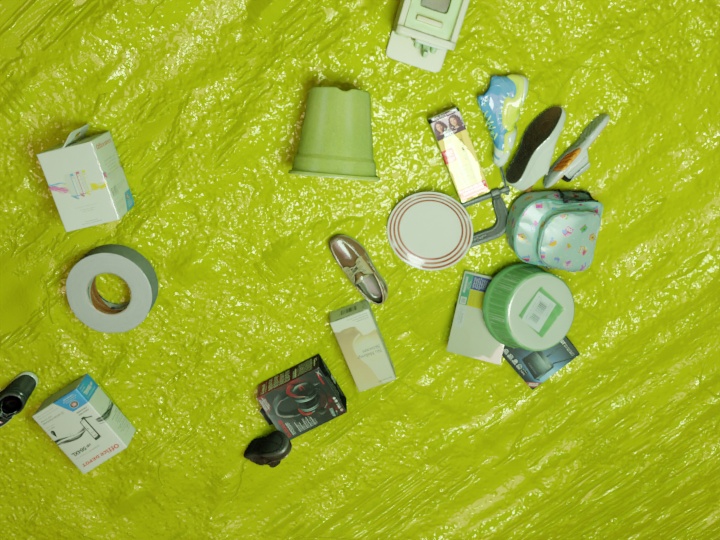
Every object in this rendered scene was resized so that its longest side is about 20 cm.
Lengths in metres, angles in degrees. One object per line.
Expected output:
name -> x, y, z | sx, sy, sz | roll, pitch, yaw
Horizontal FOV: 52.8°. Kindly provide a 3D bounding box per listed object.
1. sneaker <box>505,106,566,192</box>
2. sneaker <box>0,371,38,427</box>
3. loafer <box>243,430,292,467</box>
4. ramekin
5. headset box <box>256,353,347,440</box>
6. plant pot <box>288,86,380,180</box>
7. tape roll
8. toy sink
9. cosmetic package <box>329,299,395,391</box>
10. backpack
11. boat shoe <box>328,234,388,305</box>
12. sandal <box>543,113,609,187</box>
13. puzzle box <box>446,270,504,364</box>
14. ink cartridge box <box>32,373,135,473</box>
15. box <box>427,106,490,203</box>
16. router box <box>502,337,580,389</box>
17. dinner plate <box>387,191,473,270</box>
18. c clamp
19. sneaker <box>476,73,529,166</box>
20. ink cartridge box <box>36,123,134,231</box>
sneaker -> 0.404, -0.270, 1.632 | 0.084, 0.073, 0.201 | 23, 104, -42
sneaker -> -0.878, 0.340, 1.779 | 0.071, 0.099, 0.200 | 41, 105, -17
loafer -> -0.219, 0.452, 1.817 | 0.071, 0.200, 0.073 | 41, 59, -17
ramekin -> 0.389, 0.088, 1.657 | 0.198, 0.098, 0.202 | -2, 98, -16
headset box -> -0.154, 0.323, 1.809 | 0.199, 0.075, 0.149 | -27, 110, 7
plant pot -> -0.049, -0.291, 1.547 | 0.199, 0.200, 0.186 | 4, 98, -3
tape roll -> -0.580, 0.043, 1.700 | 0.198, 0.066, 0.202 | -1, 109, -2
toy sink -> 0.141, -0.519, 1.497 | 0.129, 0.112, 0.201 | 16, 109, -7
cosmetic package -> 0.006, 0.183, 1.767 | 0.105, 0.071, 0.201 | -21, 109, 5
backpack -> 0.436, -0.090, 1.644 | 0.198, 0.154, 0.177 | 6, 115, 1
boat shoe -> 0.000, 0.000, 1.700 | 0.076, 0.072, 0.200 | -39, 107, 11
sandal -> 0.496, -0.254, 1.623 | 0.059, 0.079, 0.207 | 38, 102, -11
puzzle box -> 0.291, 0.111, 1.728 | 0.132, 0.025, 0.202 | 14, 94, 13
ink cartridge box -> -0.685, 0.383, 1.808 | 0.145, 0.084, 0.201 | -32, 107, 9
box -> 0.218, -0.257, 1.612 | 0.075, 0.050, 0.201 | -21, 101, 7
router box -> 0.418, 0.173, 1.782 | 0.150, 0.062, 0.200 | -40, 106, 11
dinner plate -> 0.161, -0.092, 1.682 | 0.198, 0.024, 0.202 | 5, 119, 10
c clamp -> 0.263, -0.137, 1.688 | 0.199, 0.027, 0.172 | -25, 114, 5
sneaker -> 0.298, -0.335, 1.598 | 0.104, 0.076, 0.202 | 14, 102, 6
ink cartridge box -> -0.596, -0.207, 1.577 | 0.124, 0.129, 0.201 | -13, 109, 3
